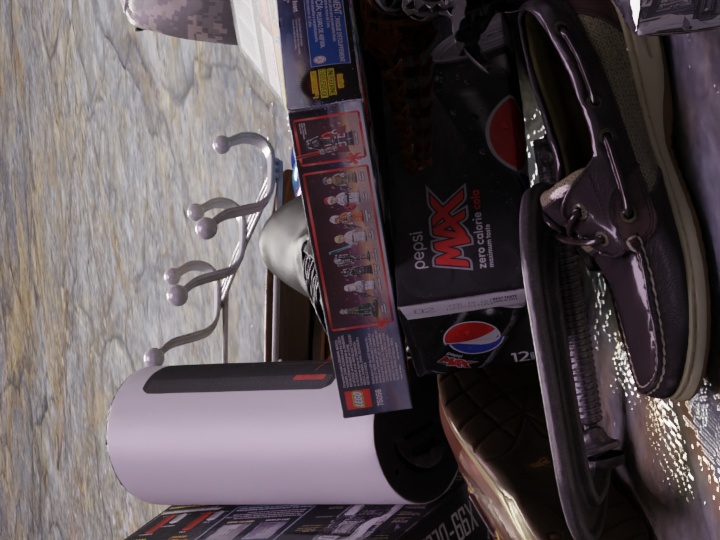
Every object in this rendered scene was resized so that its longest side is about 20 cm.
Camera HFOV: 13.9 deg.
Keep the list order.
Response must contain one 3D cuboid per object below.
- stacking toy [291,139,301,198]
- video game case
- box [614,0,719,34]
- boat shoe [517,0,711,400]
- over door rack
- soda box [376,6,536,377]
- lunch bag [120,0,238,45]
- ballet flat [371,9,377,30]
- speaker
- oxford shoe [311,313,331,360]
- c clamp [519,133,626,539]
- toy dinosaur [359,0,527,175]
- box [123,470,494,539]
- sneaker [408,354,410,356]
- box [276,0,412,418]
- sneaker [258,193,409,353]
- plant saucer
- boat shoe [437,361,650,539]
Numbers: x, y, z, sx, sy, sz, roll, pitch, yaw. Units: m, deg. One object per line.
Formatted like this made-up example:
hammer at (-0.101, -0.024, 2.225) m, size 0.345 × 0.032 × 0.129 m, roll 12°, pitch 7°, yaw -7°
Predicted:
stacking toy at (-0.012, -0.084, 1.794) m, size 0.200 × 0.085 × 0.085 m, roll -106°, pitch 18°, yaw -51°
video game case at (-0.037, -0.159, 1.587) m, size 0.181 × 0.025 × 0.200 m, roll -127°, pitch 22°, yaw -49°
box at (0.125, -0.225, 1.241) m, size 0.158 × 0.050 × 0.200 m, roll -113°, pitch 23°, yaw -47°
boat shoe at (0.113, -0.035, 1.359) m, size 0.073 × 0.065 × 0.200 m, roll 132°, pitch 129°, yaw -68°
over door rack at (-0.080, 0.037, 1.769) m, size 0.148 × 0.067 × 0.200 m, roll 115°, pitch 149°, yaw -50°
soda box at (0.050, -0.048, 1.491) m, size 0.063 × 0.071 × 0.200 m, roll 72°, pitch -169°, yaw -53°
lunch bag at (-0.058, -0.231, 1.718) m, size 0.139 × 0.168 × 0.200 m, roll -114°, pitch 24°, yaw -49°
ballet flat at (0.028, -0.127, 1.619) m, size 0.200 × 0.071 × 0.069 m, roll 87°, pitch 171°, yaw -47°
speaker at (-0.041, 0.089, 1.617) m, size 0.200 × 0.081 × 0.081 m, roll -3°, pitch 93°, yaw 40°
oxford shoe at (0.003, 0.075, 1.827) m, size 0.200 × 0.071 × 0.071 m, roll -89°, pitch -8°, yaw -51°
c clamp at (0.104, 0.030, 1.431) m, size 0.171 × 0.027 × 0.200 m, roll -13°, pitch -85°, yaw -79°
toy dinosaur at (0.042, -0.152, 1.424) m, size 0.136 × 0.102 × 0.200 m, roll 23°, pitch 135°, yaw 45°
box at (-0.034, 0.155, 1.622) m, size 0.200 × 0.158 × 0.050 m, roll -6°, pitch 106°, yaw 33°
sneaker at (0.023, 0.115, 1.717) m, size 0.072 × 0.083 × 0.200 m, roll 153°, pitch 111°, yaw -74°
box at (-0.009, -0.045, 1.473) m, size 0.137 × 0.040 × 0.200 m, roll -96°, pitch -3°, yaw -49°
sneaker at (0.000, 0.000, 1.628) m, size 0.200 × 0.091 × 0.076 m, roll 11°, pitch 121°, yaw 50°
plant saucer at (-0.038, 0.035, 1.907) m, size 0.200 × 0.029 × 0.200 m, roll 2°, pitch -90°, yaw -84°
boat shoe at (0.085, 0.112, 1.508) m, size 0.200 × 0.072 × 0.068 m, roll -118°, pitch 28°, yaw -49°
